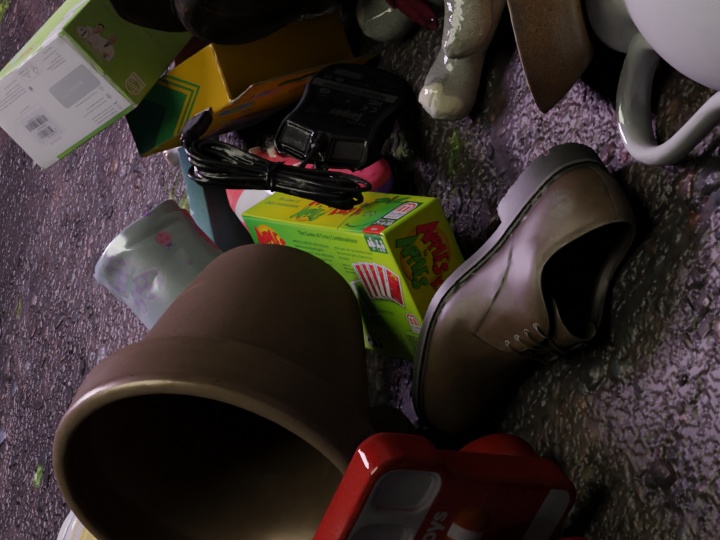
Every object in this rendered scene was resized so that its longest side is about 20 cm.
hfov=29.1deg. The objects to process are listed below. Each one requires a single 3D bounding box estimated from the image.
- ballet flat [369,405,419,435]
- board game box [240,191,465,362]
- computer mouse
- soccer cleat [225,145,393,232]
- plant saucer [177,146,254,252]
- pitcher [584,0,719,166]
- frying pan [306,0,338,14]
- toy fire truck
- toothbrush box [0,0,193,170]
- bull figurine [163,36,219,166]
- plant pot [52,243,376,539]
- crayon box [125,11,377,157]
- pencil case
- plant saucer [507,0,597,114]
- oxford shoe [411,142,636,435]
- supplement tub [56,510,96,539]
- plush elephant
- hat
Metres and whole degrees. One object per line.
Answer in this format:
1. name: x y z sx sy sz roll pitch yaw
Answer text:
1. ballet flat: -0.052 0.128 0.963 0.199 0.046 0.068 -8 56 18
2. board game box: 0.000 0.000 0.949 0.200 0.048 0.102 10 129 59
3. computer mouse: -0.047 -0.093 0.976 0.200 0.140 0.046 -70 -11 -57
4. soccer cleat: -0.037 -0.055 1.076 0.199 0.067 0.077 7 123 51
5. plant saucer: -0.106 -0.027 1.158 0.019 0.070 0.201 -44 45 33
6. pitcher: 0.183 -0.127 0.695 0.200 0.120 0.173 -143 47 -67
7. frying pan: -0.002 -0.281 1.103 0.115 0.031 0.191 -22 41 65
8. toy fire truck: 0.032 0.178 0.776 0.201 0.167 0.112 -63 35 24
9. toothbrush box: -0.207 -0.197 1.158 0.145 0.086 0.200 -24 29 43
10. bull figurine: -0.148 -0.188 1.271 0.121 0.065 0.201 7 81 48
11. plant pot: -0.072 0.080 0.874 0.200 0.200 0.175 -49 18 40
12. crayon box: -0.092 -0.152 1.116 0.200 0.127 0.051 -17 93 54
13. pencil case: -0.109 0.042 1.036 0.200 0.083 0.091 45 145 8
14. plant saucer: 0.108 -0.193 0.796 0.035 0.200 0.201 -8 69 15
15. oxford shoe: 0.093 0.029 0.817 0.201 0.072 0.085 -62 37 26
16. supplement tub: -0.143 0.226 1.069 0.200 0.145 0.146 -12 71 57
17. plush elephant: 0.022 -0.221 0.925 0.200 0.154 0.165 -59 37 31
18. hat: -0.080 -0.215 0.990 0.201 0.200 0.081 -51 59 38
